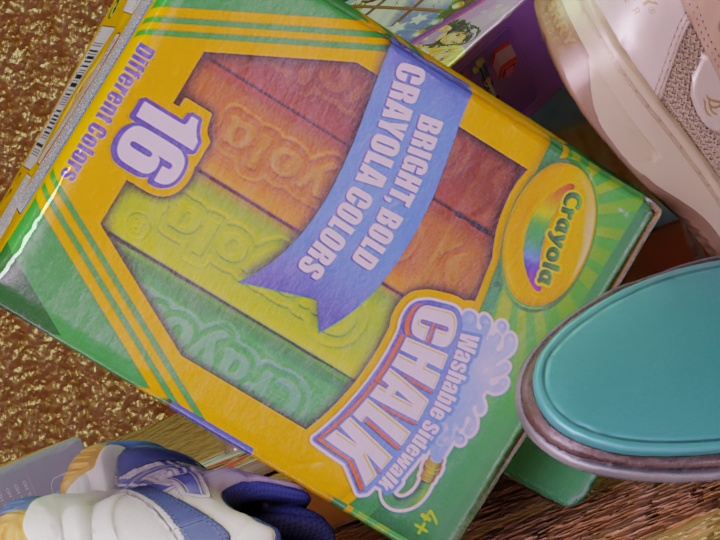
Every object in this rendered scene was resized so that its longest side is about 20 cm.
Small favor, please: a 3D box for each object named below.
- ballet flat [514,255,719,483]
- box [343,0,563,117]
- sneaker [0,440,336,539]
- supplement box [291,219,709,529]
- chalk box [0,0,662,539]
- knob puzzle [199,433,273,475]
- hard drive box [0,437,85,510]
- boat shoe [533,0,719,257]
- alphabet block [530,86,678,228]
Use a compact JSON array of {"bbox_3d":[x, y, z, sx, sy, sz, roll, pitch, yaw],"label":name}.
[{"bbox_3d":[0.136,0.022,0.823,0.200,0.067,0.064,-21,-27,-13],"label":"ballet flat"},{"bbox_3d":[0.024,-0.090,1.024,0.137,0.039,0.200,9,43,47],"label":"box"},{"bbox_3d":[-0.048,0.091,0.857,0.088,0.075,0.200,-5,4,5],"label":"sneaker"},{"bbox_3d":[0.061,0.037,1.094,0.200,0.067,0.069,-21,1,28],"label":"supplement box"},{"bbox_3d":[0.000,0.000,0.859,0.125,0.200,0.124,-60,11,0],"label":"chalk box"},{"bbox_3d":[-0.083,0.106,1.643,0.219,0.031,0.220,-22,1,0],"label":"knob puzzle"},{"bbox_3d":[-0.186,0.133,0.917,0.156,0.077,0.200,-22,1,31],"label":"hard drive box"},{"bbox_3d":[0.128,-0.032,0.860,0.064,0.071,0.200,-33,-42,15],"label":"boat shoe"},{"bbox_3d":[0.147,-0.068,1.199,0.195,0.197,0.200,-20,1,22],"label":"alphabet block"}]
